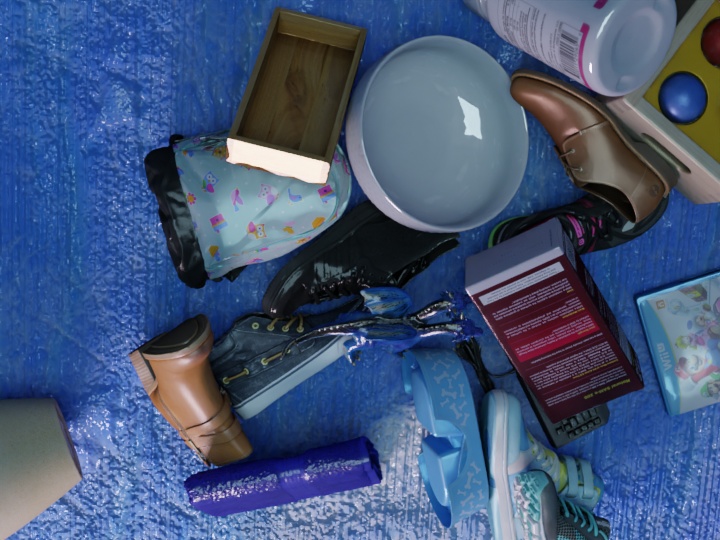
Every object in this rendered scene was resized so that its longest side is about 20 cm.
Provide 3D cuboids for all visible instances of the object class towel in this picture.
[{"bbox_3d":[-0.079,0.217,1.365,0.199,0.148,0.050,-12,72,2],"label":"towel"}]

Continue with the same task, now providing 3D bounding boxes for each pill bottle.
[{"bbox_3d":[0.194,-0.256,1.225,0.113,0.200,0.114,-24,133,-28],"label":"pill bottle"}]

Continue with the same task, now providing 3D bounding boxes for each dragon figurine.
[{"bbox_3d":[0.022,0.053,1.279,0.199,0.099,0.059,2,67,-23],"label":"dragon figurine"}]

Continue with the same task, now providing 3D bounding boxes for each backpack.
[{"bbox_3d":[-0.107,-0.075,1.305,0.199,0.127,0.167,-16,98,-1],"label":"backpack"}]

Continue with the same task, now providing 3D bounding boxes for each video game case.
[{"bbox_3d":[0.413,0.064,1.392,0.199,0.018,0.144,-18,102,4],"label":"video game case"}]

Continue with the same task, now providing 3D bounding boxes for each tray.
[{"bbox_3d":[-0.060,-0.174,1.256,0.098,0.200,0.037,14,139,0],"label":"tray"}]

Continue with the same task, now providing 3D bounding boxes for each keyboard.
[{"bbox_3d":[0.181,0.106,1.398,0.127,0.021,0.200,-26,100,5],"label":"keyboard"}]

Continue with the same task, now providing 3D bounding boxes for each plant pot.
[{"bbox_3d":[-0.404,0.215,1.350,0.199,0.187,0.188,-19,102,-11],"label":"plant pot"}]

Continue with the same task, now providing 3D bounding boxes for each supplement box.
[{"bbox_3d":[0.200,0.055,1.312,0.109,0.061,0.200,-24,117,19],"label":"supplement box"}]

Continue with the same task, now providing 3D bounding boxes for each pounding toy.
[{"bbox_3d":[0.374,-0.174,1.264,0.200,0.142,0.184,39,83,-8],"label":"pounding toy"}]

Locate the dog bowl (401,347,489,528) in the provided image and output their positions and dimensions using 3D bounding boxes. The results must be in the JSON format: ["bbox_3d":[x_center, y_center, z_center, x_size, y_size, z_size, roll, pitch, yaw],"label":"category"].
[{"bbox_3d":[0.092,0.175,1.370,0.049,0.111,0.201,-13,102,-12],"label":"dog bowl"}]

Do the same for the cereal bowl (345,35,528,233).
[{"bbox_3d":[0.068,-0.135,1.297,0.200,0.083,0.201,1,88,-29],"label":"cereal bowl"}]

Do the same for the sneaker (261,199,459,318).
[{"bbox_3d":[0.000,0.001,1.326,0.200,0.060,0.104,-42,69,-11],"label":"sneaker"}]

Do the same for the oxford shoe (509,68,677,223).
[{"bbox_3d":[0.222,-0.125,1.278,0.200,0.071,0.071,40,77,1],"label":"oxford shoe"}]

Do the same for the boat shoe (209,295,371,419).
[{"bbox_3d":[-0.076,0.069,1.362,0.200,0.071,0.091,-36,99,7],"label":"boat shoe"}]

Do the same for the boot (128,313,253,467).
[{"bbox_3d":[-0.166,0.134,1.319,0.077,0.200,0.156,-36,95,-31],"label":"boot"}]

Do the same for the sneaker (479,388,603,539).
[{"bbox_3d":[0.198,0.204,1.380,0.130,0.080,0.201,-7,124,-1],"label":"sneaker"}]

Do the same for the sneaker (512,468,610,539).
[{"bbox_3d":[0.217,0.270,1.341,0.091,0.078,0.200,-20,132,-1],"label":"sneaker"}]

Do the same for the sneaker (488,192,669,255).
[{"bbox_3d":[0.233,-0.043,1.334,0.199,0.084,0.077,-24,102,5],"label":"sneaker"}]
